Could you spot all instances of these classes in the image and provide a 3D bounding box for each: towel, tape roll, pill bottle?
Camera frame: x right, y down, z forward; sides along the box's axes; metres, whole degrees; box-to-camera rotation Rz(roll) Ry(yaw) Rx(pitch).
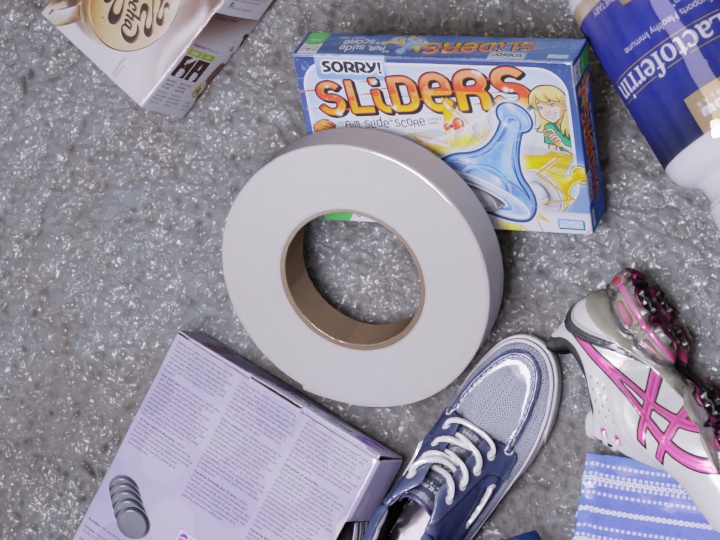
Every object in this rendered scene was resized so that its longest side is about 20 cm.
[{"bbox_3d":[0.204,0.225,1.468,0.145,0.024,0.200,7,72,16],"label":"towel"},{"bbox_3d":[0.000,0.000,1.528,0.203,0.037,0.203,9,117,18],"label":"tape roll"},{"bbox_3d":[0.233,-0.125,1.453,0.116,0.116,0.200,-33,79,15],"label":"pill bottle"}]

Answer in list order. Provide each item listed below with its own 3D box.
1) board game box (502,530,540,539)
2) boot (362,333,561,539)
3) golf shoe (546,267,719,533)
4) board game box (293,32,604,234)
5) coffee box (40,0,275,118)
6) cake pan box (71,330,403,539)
[{"bbox_3d":[0.028,0.248,1.494,0.200,0.152,0.045,-33,78,15],"label":"board game box"},{"bbox_3d":[0.070,0.135,1.514,0.073,0.090,0.200,29,98,17],"label":"boot"},{"bbox_3d":[0.202,0.102,1.482,0.092,0.073,0.200,-38,65,21],"label":"golf shoe"},{"bbox_3d":[0.061,-0.095,1.509,0.200,0.034,0.136,3,125,22],"label":"board game box"},{"bbox_3d":[-0.120,-0.225,1.595,0.113,0.080,0.200,44,102,16],"label":"coffee box"},{"bbox_3d":[-0.088,0.168,1.579,0.200,0.052,0.184,29,99,24],"label":"cake pan box"}]
